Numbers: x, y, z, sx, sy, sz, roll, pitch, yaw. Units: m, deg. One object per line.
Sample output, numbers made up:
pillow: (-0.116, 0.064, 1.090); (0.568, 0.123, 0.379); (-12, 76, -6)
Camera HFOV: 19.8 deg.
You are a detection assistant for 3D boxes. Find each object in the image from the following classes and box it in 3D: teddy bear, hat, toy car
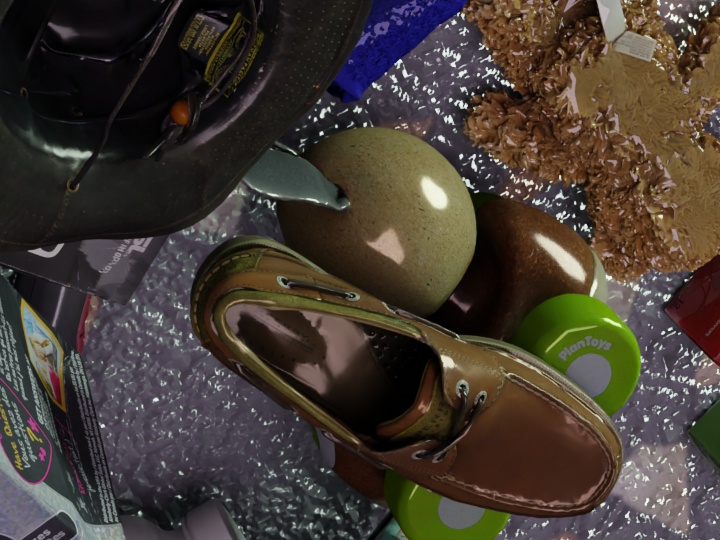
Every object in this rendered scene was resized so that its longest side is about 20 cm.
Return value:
teddy bear: (0.117, -0.093, 0.990); (0.200, 0.067, 0.145); (41, 87, -18)
hat: (-0.094, -0.099, 0.740); (0.200, 0.081, 0.201); (-28, 146, -21)
toy car: (0.000, 0.000, 0.928); (0.158, 0.164, 0.200); (-46, 116, 5)

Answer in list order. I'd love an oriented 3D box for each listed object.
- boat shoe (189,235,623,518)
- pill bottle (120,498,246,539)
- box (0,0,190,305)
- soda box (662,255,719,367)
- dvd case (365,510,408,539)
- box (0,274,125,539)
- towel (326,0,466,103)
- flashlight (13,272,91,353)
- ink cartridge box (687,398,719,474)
boat shoe: (0.021, 0.055, 0.836); (0.200, 0.068, 0.072); (23, 98, -12)
pill bottle: (-0.137, 0.194, 0.998); (0.200, 0.112, 0.113); (-30, 115, -2)
box: (-0.113, -0.097, 0.816); (0.158, 0.050, 0.200); (22, 107, -40)
soda box: (0.249, -0.026, 1.039); (0.063, 0.070, 0.200); (36, 98, -25)
dvd case: (-0.034, 0.194, 0.988); (0.022, 0.146, 0.200); (37, 101, 4)
box: (-0.210, 0.095, 0.801); (0.200, 0.132, 0.115); (-30, 135, 9)
towel: (0.049, -0.151, 0.893); (0.200, 0.148, 0.050); (-40, 111, 0)
flashlight: (-0.136, 0.017, 0.961); (0.068, 0.068, 0.200); (12, 102, -22)
ink cartridge box: (0.283, 0.058, 1.087); (0.200, 0.059, 0.104); (-45, 115, 5)
